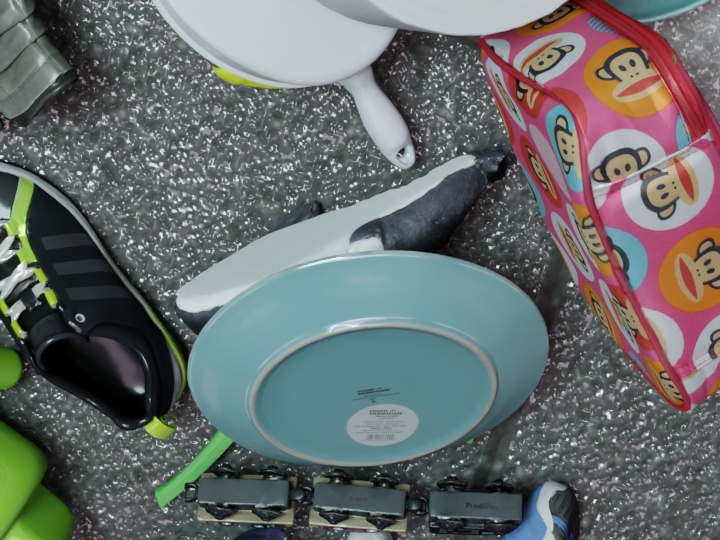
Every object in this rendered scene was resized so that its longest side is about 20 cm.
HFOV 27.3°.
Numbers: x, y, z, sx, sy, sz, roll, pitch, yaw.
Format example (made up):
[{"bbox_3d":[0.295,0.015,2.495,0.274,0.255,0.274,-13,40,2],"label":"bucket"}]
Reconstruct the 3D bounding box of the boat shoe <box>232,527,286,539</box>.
[{"bbox_3d":[-0.103,0.217,0.898,0.075,0.093,0.200,58,141,2],"label":"boat shoe"}]

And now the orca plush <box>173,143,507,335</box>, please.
[{"bbox_3d":[0.000,0.000,0.831,0.200,0.105,0.071,-32,115,-11],"label":"orca plush"}]

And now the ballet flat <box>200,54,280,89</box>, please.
[{"bbox_3d":[-0.015,-0.183,0.791,0.067,0.067,0.200,22,111,-26],"label":"ballet flat"}]

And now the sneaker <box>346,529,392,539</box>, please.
[{"bbox_3d":[-0.045,0.237,0.910,0.099,0.078,0.200,26,99,11],"label":"sneaker"}]

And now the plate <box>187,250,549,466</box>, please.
[{"bbox_3d":[0.006,0.062,0.810,0.200,0.026,0.200,-5,140,-4],"label":"plate"}]

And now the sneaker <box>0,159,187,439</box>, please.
[{"bbox_3d":[-0.171,0.015,0.841,0.200,0.083,0.072,43,104,-10],"label":"sneaker"}]

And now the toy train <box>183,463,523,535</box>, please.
[{"bbox_3d":[-0.004,0.137,0.873,0.200,0.046,0.034,3,69,4],"label":"toy train"}]

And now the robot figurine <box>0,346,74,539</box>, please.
[{"bbox_3d":[-0.265,0.119,0.859,0.200,0.116,0.176,36,104,-8],"label":"robot figurine"}]

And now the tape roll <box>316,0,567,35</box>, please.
[{"bbox_3d":[0.038,-0.212,0.686,0.202,0.071,0.203,-7,105,-26],"label":"tape roll"}]

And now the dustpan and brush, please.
[{"bbox_3d":[-0.014,-0.124,0.764,0.140,0.057,0.200,-39,119,-8],"label":"dustpan and brush"}]

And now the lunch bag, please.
[{"bbox_3d":[0.132,-0.042,0.767,0.082,0.176,0.200,-29,119,-3],"label":"lunch bag"}]

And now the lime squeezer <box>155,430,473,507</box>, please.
[{"bbox_3d":[-0.035,0.096,0.884,0.200,0.038,0.071,-13,106,5],"label":"lime squeezer"}]

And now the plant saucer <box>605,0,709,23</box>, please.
[{"bbox_3d":[0.136,-0.231,0.777,0.200,0.036,0.200,1,107,3],"label":"plant saucer"}]

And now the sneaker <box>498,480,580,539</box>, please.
[{"bbox_3d":[0.067,0.212,0.896,0.077,0.076,0.200,29,93,21],"label":"sneaker"}]

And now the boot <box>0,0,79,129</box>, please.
[{"bbox_3d":[-0.183,-0.146,0.761,0.068,0.200,0.131,-42,105,-31],"label":"boot"}]
